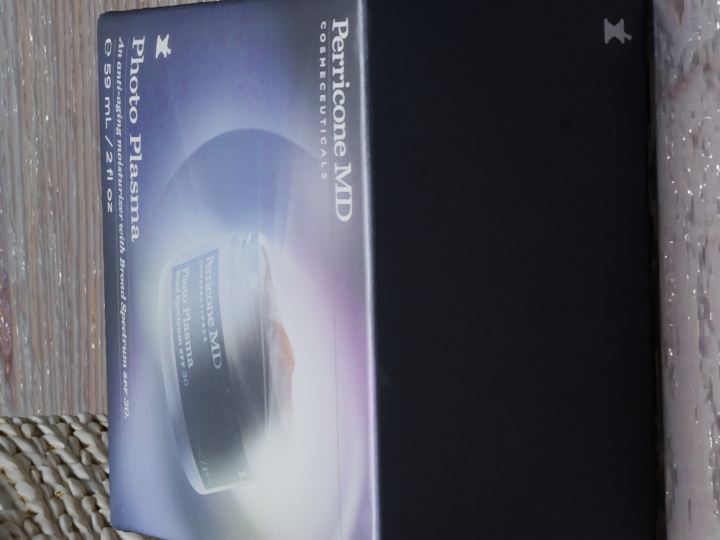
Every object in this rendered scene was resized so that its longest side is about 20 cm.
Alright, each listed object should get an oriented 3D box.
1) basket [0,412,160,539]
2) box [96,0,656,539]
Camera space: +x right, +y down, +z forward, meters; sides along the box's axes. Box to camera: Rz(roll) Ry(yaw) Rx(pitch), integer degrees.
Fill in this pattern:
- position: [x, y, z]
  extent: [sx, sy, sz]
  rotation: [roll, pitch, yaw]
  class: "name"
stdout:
- position: [-0.124, 0.176, 1.214]
  extent: [0.198, 0.160, 0.201]
  rotation: [-145, 52, -63]
  class: "basket"
- position: [0.000, 0.000, 0.986]
  extent: [0.198, 0.123, 0.201]
  rotation: [2, 95, 58]
  class: "box"
